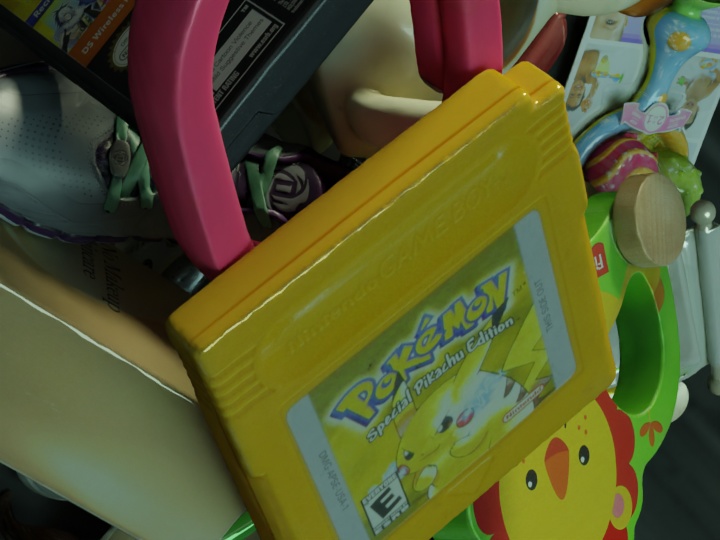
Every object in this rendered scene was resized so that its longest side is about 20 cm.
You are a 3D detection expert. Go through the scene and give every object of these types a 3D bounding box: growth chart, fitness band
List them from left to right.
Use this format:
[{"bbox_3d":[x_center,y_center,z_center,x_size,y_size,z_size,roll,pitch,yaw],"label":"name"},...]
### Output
[{"bbox_3d":[-0.014,-0.070,0.779,0.143,0.037,0.200,-36,142,-20],"label":"fitness band"},{"bbox_3d":[0.107,0.032,1.150,0.199,0.018,0.145,-9,123,-11],"label":"growth chart"}]

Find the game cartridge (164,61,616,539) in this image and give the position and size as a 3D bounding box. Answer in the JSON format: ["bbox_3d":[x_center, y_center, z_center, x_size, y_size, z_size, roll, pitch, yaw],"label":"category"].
[{"bbox_3d":[0.022,0.032,0.857,0.176,0.032,0.200,-39,145,-15],"label":"game cartridge"}]

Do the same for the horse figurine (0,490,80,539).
[{"bbox_3d":[-0.117,0.198,1.017,0.050,0.132,0.201,-41,114,-53],"label":"horse figurine"}]

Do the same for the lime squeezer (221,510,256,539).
[{"bbox_3d":[-0.107,0.126,0.969,0.199,0.071,0.038,-8,133,9],"label":"lime squeezer"}]

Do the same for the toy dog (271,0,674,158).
[{"bbox_3d":[0.048,-0.142,0.937,0.200,0.194,0.140,-28,120,-12],"label":"toy dog"}]

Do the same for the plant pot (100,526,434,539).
[{"bbox_3d":[-0.022,0.168,1.071,0.134,0.200,0.201,-42,144,-60],"label":"plant pot"}]

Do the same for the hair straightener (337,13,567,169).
[{"bbox_3d":[0.019,-0.058,1.042,0.200,0.077,0.041,-57,163,-14],"label":"hair straightener"}]

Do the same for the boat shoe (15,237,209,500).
[{"bbox_3d":[-0.092,0.026,0.997,0.071,0.069,0.200,24,98,-43],"label":"boat shoe"}]

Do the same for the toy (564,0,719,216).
[{"bbox_3d":[0.149,-0.055,1.154,0.115,0.047,0.201,2,112,-37],"label":"toy"}]

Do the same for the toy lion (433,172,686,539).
[{"bbox_3d":[0.094,0.068,1.033,0.200,0.069,0.192,-26,107,-48],"label":"toy lion"}]

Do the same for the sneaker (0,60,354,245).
[{"bbox_3d":[-0.067,-0.044,0.886,0.200,0.087,0.075,12,80,-41],"label":"sneaker"}]

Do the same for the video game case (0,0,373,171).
[{"bbox_3d":[-0.051,-0.152,0.853,0.200,0.181,0.025,-51,142,-3],"label":"video game case"}]

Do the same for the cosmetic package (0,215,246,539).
[{"bbox_3d":[-0.131,0.028,0.898,0.200,0.105,0.071,33,108,-25],"label":"cosmetic package"}]
